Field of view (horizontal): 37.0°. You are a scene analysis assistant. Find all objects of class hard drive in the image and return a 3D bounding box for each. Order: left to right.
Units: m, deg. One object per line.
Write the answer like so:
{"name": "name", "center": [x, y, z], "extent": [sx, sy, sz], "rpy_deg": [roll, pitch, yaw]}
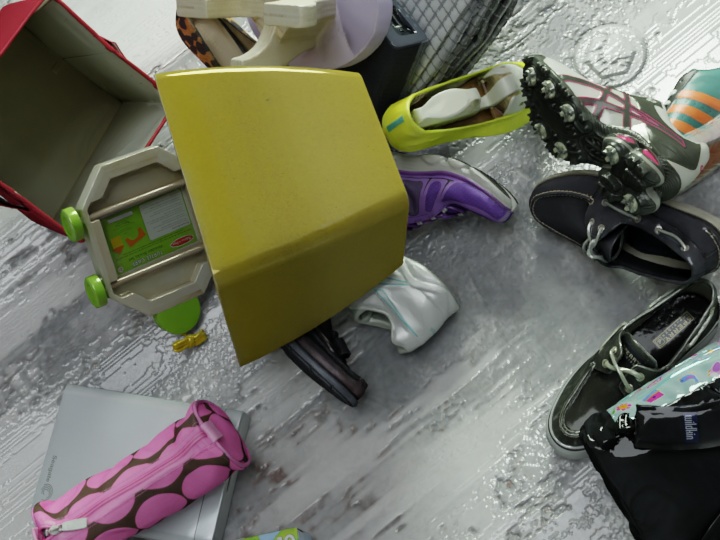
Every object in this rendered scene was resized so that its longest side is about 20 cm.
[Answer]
{"name": "hard drive", "center": [-0.216, 0.190, 1.054], "extent": [0.196, 0.027, 0.134], "rpy_deg": [6, 71, 18]}
{"name": "hard drive", "center": [-0.025, -0.238, 1.083], "extent": [0.042, 0.136, 0.200], "rpy_deg": [-17, 55, -41]}

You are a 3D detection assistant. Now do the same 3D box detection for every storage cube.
{"name": "storage cube", "center": [-0.329, -0.155, 1.106], "extent": [0.202, 0.170, 0.179], "rpy_deg": [-58, 31, -10]}

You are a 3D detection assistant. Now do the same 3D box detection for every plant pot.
{"name": "plant pot", "center": [-0.060, -0.062, 0.950], "extent": [0.173, 0.201, 0.203], "rpy_deg": [-17, 67, -7]}

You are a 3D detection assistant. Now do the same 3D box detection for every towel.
{"name": "towel", "center": [0.056, -0.262, 1.082], "extent": [0.085, 0.201, 0.167], "rpy_deg": [-16, 63, -41]}

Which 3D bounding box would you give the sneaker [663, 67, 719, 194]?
{"name": "sneaker", "center": [0.310, -0.137, 1.020], "extent": [0.198, 0.072, 0.080], "rpy_deg": [-32, 56, -2]}

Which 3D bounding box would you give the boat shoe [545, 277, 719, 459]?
{"name": "boat shoe", "center": [0.237, 0.082, 0.951], "extent": [0.200, 0.064, 0.071], "rpy_deg": [-45, 64, -5]}

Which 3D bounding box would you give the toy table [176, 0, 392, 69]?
{"name": "toy table", "center": [-0.078, -0.248, 1.019], "extent": [0.198, 0.116, 0.187], "rpy_deg": [1, 103, 47]}

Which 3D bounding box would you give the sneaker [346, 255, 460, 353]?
{"name": "sneaker", "center": [0.000, 0.000, 1.047], "extent": [0.200, 0.070, 0.080], "rpy_deg": [39, 85, 24]}

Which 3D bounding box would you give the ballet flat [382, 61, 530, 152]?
{"name": "ballet flat", "center": [0.114, -0.163, 1.042], "extent": [0.197, 0.067, 0.068], "rpy_deg": [-20, 82, -21]}

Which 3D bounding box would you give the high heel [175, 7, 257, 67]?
{"name": "high heel", "center": [-0.108, -0.207, 1.117], "extent": [0.199, 0.143, 0.072], "rpy_deg": [33, 80, 24]}

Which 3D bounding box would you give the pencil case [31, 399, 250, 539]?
{"name": "pencil case", "center": [-0.200, 0.197, 0.981], "extent": [0.199, 0.094, 0.091], "rpy_deg": [-35, 64, -1]}

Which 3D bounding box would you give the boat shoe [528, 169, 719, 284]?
{"name": "boat shoe", "center": [0.230, -0.037, 0.974], "extent": [0.198, 0.074, 0.063], "rpy_deg": [20, 45, 35]}

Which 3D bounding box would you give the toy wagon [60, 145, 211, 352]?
{"name": "toy wagon", "center": [-0.205, -0.017, 1.075], "extent": [0.153, 0.203, 0.039], "rpy_deg": [-24, 18, -27]}

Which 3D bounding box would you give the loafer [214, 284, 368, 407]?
{"name": "loafer", "center": [-0.060, 0.050, 1.045], "extent": [0.199, 0.072, 0.063], "rpy_deg": [38, 78, 28]}

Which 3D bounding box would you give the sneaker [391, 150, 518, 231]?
{"name": "sneaker", "center": [0.062, -0.069, 1.066], "extent": [0.197, 0.080, 0.085], "rpy_deg": [12, 85, 29]}

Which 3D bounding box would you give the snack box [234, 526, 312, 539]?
{"name": "snack box", "center": [-0.101, 0.344, 0.946], "extent": [0.140, 0.053, 0.203], "rpy_deg": [-13, 66, 9]}

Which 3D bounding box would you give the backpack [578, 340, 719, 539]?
{"name": "backpack", "center": [0.290, 0.135, 0.870], "extent": [0.198, 0.127, 0.168], "rpy_deg": [-32, 102, 1]}

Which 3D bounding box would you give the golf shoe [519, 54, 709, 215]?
{"name": "golf shoe", "center": [0.223, -0.132, 0.977], "extent": [0.087, 0.078, 0.201], "rpy_deg": [-26, 57, -20]}
